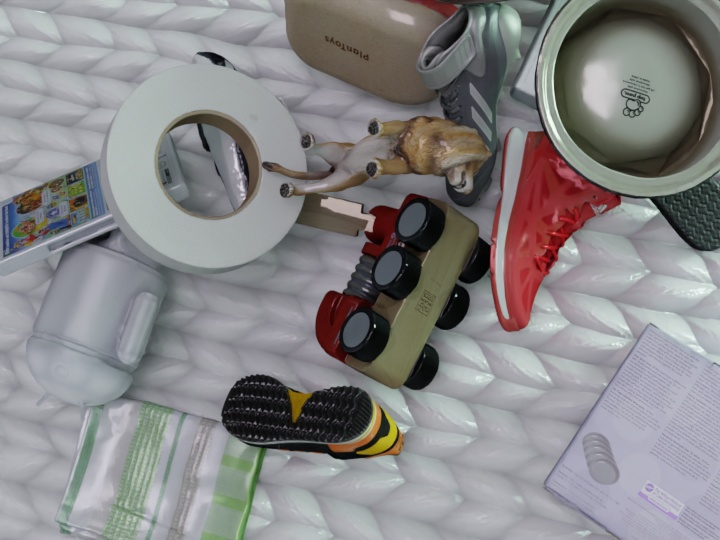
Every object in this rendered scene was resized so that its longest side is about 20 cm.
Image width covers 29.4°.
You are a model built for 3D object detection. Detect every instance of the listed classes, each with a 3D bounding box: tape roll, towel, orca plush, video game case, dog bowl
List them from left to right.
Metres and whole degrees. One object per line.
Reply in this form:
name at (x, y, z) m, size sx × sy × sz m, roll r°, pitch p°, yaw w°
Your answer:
video game case at (-0.276, -0.071, 1.391) m, size 0.198 × 0.018 × 0.143 m, roll -23°, pitch 31°, yaw -3°
towel at (-0.202, 0.213, 1.383) m, size 0.198 × 0.031 × 0.151 m, roll 12°, pitch 83°, yaw 16°
tape roll at (-0.148, -0.098, 1.317) m, size 0.200 × 0.037 × 0.205 m, roll 5°, pitch 77°, yaw -21°
orca plush at (-0.113, -0.136, 1.407) m, size 0.070 × 0.106 × 0.201 m, roll -13°, pitch 61°, yaw -23°
dog bowl at (0.247, -0.162, 1.229) m, size 0.198 × 0.074 × 0.203 m, roll 0°, pitch 88°, yaw -5°

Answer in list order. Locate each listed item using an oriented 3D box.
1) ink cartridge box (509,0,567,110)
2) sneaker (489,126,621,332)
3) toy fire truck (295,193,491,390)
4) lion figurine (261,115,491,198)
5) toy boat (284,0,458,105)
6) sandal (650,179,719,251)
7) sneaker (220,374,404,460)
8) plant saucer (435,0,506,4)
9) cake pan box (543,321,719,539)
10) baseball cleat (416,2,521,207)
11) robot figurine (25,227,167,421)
ink cartridge box at (0.268, -0.205, 1.347) m, size 0.198 × 0.047 × 0.161 m, roll 26°, pitch 86°, yaw 1°
sneaker at (0.188, -0.040, 1.308) m, size 0.114 × 0.078 × 0.203 m, roll 2°, pitch 81°, yaw 16°
toy fire truck at (0.000, 0.000, 1.340) m, size 0.199 × 0.128 × 0.177 m, roll 21°, pitch 82°, yaw 54°
lion figurine at (0.015, -0.106, 1.292) m, size 0.198 × 0.122 × 0.073 m, roll 1°, pitch 95°, yaw 39°
toy boat at (0.027, -0.259, 1.384) m, size 0.199 × 0.131 × 0.131 m, roll 26°, pitch 57°, yaw 18°
sandal at (0.277, -0.102, 1.295) m, size 0.075 × 0.048 × 0.201 m, roll -37°, pitch 98°, yaw -4°
sneaker at (-0.048, 0.154, 1.336) m, size 0.199 × 0.090 × 0.071 m, roll 0°, pitch 61°, yaw 40°
plant saucer at (0.140, -0.286, 1.289) m, size 0.198 × 0.201 × 0.035 m, roll -6°, pitch 114°, yaw 13°
cake pan box at (0.297, 0.177, 1.251) m, size 0.199 × 0.052 × 0.185 m, roll 32°, pitch 90°, yaw 18°
baseball cleat at (0.091, -0.160, 1.315) m, size 0.070 × 0.105 × 0.202 m, roll 33°, pitch 118°, yaw 53°
robot figurine at (-0.266, 0.049, 1.382) m, size 0.169 × 0.112 × 0.202 m, roll 8°, pitch 73°, yaw 49°
